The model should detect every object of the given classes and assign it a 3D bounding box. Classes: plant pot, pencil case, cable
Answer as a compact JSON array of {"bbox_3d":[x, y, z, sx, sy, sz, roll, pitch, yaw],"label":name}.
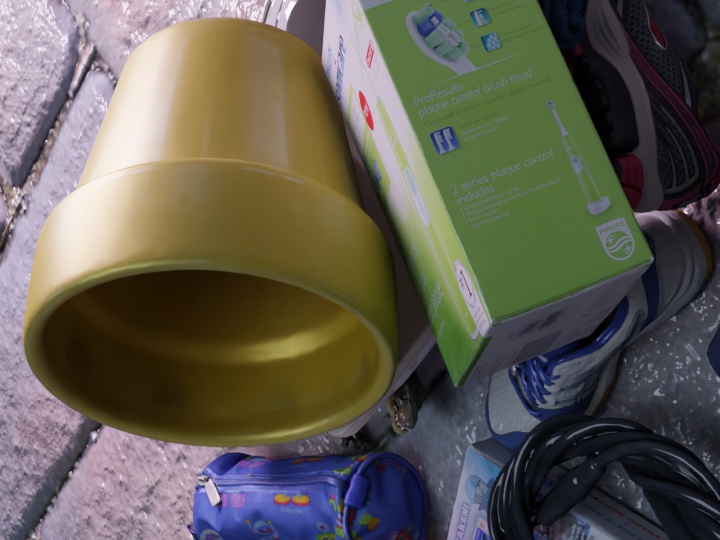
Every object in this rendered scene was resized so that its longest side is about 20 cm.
[{"bbox_3d":[-0.077,-0.029,0.801,0.200,0.199,0.191,-36,42,44],"label":"plant pot"},{"bbox_3d":[-0.044,0.170,1.038,0.199,0.087,0.079,-7,58,47],"label":"pencil case"},{"bbox_3d":[0.154,0.165,0.793,0.199,0.050,0.165,5,95,50],"label":"cable"}]

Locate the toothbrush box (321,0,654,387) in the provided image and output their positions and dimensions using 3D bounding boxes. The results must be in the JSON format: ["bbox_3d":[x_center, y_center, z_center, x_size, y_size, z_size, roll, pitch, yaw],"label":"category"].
[{"bbox_3d":[0.054,-0.060,0.717,0.146,0.085,0.202,103,147,-75],"label":"toothbrush box"}]

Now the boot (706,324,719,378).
[{"bbox_3d":[0.213,0.035,0.701,0.201,0.074,0.097,87,157,-54],"label":"boot"}]

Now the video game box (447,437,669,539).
[{"bbox_3d":[0.124,0.233,0.895,0.181,0.047,0.202,28,117,38],"label":"video game box"}]

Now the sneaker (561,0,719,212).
[{"bbox_3d":[0.140,-0.120,0.795,0.081,0.074,0.202,123,141,-61],"label":"sneaker"}]

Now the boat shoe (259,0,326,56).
[{"bbox_3d":[-0.054,-0.109,1.009,0.066,0.071,0.202,40,131,52],"label":"boat shoe"}]

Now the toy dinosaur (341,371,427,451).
[{"bbox_3d":[-0.016,0.072,1.023,0.200,0.047,0.089,41,122,40],"label":"toy dinosaur"}]

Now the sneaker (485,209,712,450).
[{"bbox_3d":[0.115,0.038,0.838,0.076,0.088,0.201,52,132,25],"label":"sneaker"}]

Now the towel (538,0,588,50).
[{"bbox_3d":[0.078,-0.191,0.800,0.200,0.048,0.113,-125,42,-67],"label":"towel"}]

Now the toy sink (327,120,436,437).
[{"bbox_3d":[0.000,0.000,0.916,0.131,0.112,0.200,-53,54,15],"label":"toy sink"}]
